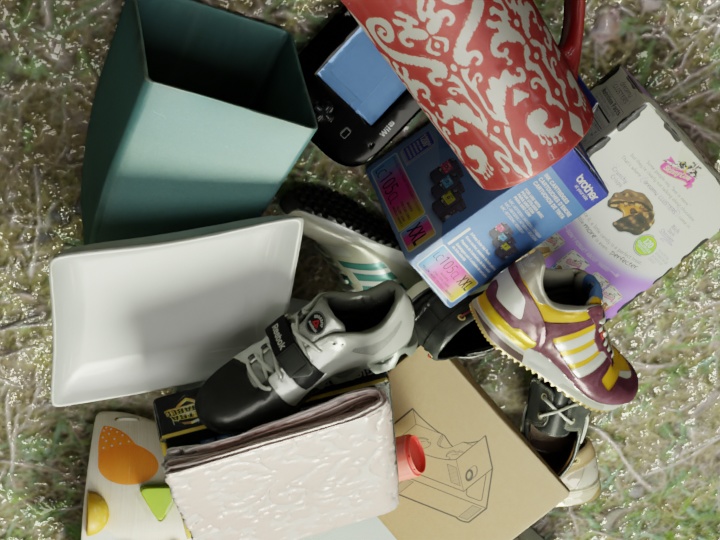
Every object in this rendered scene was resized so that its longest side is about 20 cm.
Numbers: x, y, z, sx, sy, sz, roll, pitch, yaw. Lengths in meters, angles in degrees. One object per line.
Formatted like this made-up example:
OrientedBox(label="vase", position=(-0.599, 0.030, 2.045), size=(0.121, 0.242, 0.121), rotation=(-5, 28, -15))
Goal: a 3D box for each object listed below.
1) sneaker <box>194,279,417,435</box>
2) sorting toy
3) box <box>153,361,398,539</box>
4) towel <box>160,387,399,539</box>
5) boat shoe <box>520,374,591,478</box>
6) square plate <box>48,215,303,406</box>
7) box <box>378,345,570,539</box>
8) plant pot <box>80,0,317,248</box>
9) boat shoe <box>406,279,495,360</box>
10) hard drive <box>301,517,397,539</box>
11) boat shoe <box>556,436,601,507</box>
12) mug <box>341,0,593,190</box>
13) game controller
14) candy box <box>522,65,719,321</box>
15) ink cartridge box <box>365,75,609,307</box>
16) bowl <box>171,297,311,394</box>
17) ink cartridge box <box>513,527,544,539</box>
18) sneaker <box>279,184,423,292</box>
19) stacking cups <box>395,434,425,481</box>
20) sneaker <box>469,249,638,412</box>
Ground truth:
OrientedBox(label="sneaker", position=(-0.048, 0.061, 1.359), size=(0.199, 0.074, 0.089), rotation=(-26, 147, -15))
OrientedBox(label="sorting toy", position=(-0.169, 0.247, 1.567), size=(0.179, 0.107, 0.201), rotation=(6, 124, -4))
OrientedBox(label="box", position=(-0.070, 0.149, 1.449), size=(0.199, 0.049, 0.160), rotation=(-14, 139, -7))
OrientedBox(label="towel", position=(-0.062, 0.176, 1.407), size=(0.190, 0.032, 0.200), rotation=(-16, 149, -5))
OrientedBox(label="boat shoe", position=(0.190, 0.123, 1.560), size=(0.071, 0.068, 0.201), rotation=(13, 137, 3))
OrientedBox(label="square plate", position=(-0.152, 0.029, 1.340), size=(0.199, 0.029, 0.199), rotation=(-9, 144, -17))
OrientedBox(label="box", position=(0.074, 0.183, 1.586), size=(0.163, 0.021, 0.200), rotation=(-40, 91, 19))
OrientedBox(label="plant pot", position=(-0.148, -0.093, 1.335), size=(0.141, 0.142, 0.200), rotation=(15, 124, -24))
OrientedBox(label="boat shoe", position=(0.102, 0.050, 1.502), size=(0.074, 0.063, 0.201), rotation=(-49, 156, 18))
OrientedBox(label="hard drive", position=(-0.002, 0.246, 1.643), size=(0.132, 0.027, 0.200), rotation=(44, 107, -1))
OrientedBox(label="boat shoe", position=(0.141, 0.201, 1.669), size=(0.199, 0.074, 0.070), rotation=(-8, 111, -8))
OrientedBox(label="mug", position=(0.102, -0.182, 1.277), size=(0.177, 0.134, 0.200), rotation=(-28, 111, 19))
OrientedBox(label="game controller", position=(0.024, -0.179, 1.365), size=(0.104, 0.042, 0.200), rotation=(45, 107, 1))
OrientedBox(label="candy box", position=(0.215, -0.056, 1.502), size=(0.200, 0.072, 0.168), rotation=(-40, 125, 14))
OrientedBox(label="ink cartridge box", position=(0.118, -0.084, 1.413), size=(0.200, 0.137, 0.076), rotation=(-34, 132, 9))
OrientedBox(label="bowl", position=(-0.080, 0.096, 1.514), size=(0.200, 0.091, 0.202), rotation=(-8, 126, -11))
OrientedBox(label="ink cartridge box", position=(0.112, 0.357, 1.717), size=(0.200, 0.146, 0.145), rotation=(-39, 126, 13))
OrientedBox(label="sneaker", position=(0.000, 0.000, 1.480), size=(0.199, 0.070, 0.094), rotation=(23, 110, -32))
OrientedBox(label="stacking cups", position=(-0.037, 0.192, 1.575), size=(0.199, 0.061, 0.061), rotation=(-20, 130, 22))
OrientedBox(label="sneaker", position=(0.188, 0.052, 1.424), size=(0.200, 0.075, 0.090), rotation=(27, 119, -37))
